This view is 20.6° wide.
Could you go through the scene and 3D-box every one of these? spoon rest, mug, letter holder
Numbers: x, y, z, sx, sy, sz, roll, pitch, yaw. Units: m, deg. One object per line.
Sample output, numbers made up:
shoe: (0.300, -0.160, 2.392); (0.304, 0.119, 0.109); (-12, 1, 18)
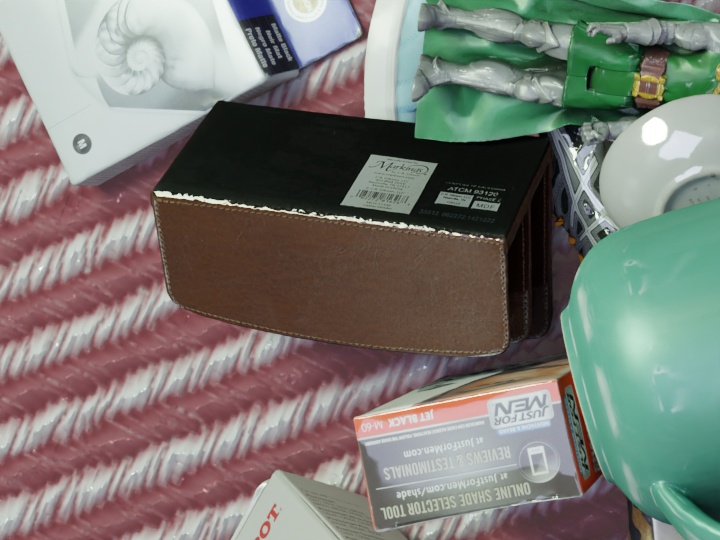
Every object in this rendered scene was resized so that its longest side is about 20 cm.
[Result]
spoon rest: (0.200, -0.016, 1.050); (0.099, 0.061, 0.200); (-28, 123, 17)
mug: (0.162, 0.052, 0.947); (0.114, 0.185, 0.153); (-15, 104, 10)
letter holder: (0.000, 0.000, 1.107); (0.199, 0.101, 0.143); (8, 127, 17)

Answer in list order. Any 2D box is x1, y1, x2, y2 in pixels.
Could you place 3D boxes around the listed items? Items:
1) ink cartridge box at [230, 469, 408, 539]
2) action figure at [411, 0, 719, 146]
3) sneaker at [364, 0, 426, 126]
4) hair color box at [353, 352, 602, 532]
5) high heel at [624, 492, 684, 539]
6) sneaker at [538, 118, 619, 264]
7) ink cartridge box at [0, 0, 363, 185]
ink cartridge box: (-0.007, 0.229, 1.111); (0.200, 0.084, 0.147); (42, 107, 49)
action figure: (0.128, -0.105, 1.028); (0.199, 0.055, 0.119); (7, 125, 7)
sneaker: (0.055, -0.148, 1.121); (0.081, 0.074, 0.201); (14, 99, 16)
hair color box: (0.078, 0.086, 1.066); (0.110, 0.200, 0.064); (-12, 91, 15)
high heel: (0.166, 0.158, 1.073); (0.071, 0.200, 0.143); (7, 119, -6)
sneaker: (0.141, -0.036, 1.112); (0.077, 0.078, 0.201); (-13, 88, 31)
ink cartridge box: (-0.128, -0.181, 1.186); (0.199, 0.041, 0.200); (-28, 87, 16)
